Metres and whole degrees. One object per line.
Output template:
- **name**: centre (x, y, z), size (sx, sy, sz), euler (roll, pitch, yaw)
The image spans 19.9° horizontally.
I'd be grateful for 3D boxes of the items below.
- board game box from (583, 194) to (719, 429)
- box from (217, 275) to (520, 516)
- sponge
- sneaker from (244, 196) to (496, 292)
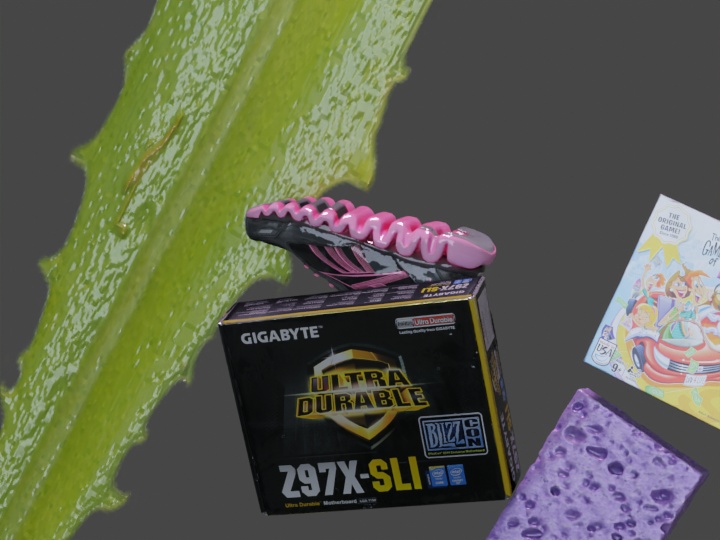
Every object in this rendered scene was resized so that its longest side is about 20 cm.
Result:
- **board game box**: centre (0.276, 0.048, 1.456), size (0.199, 0.034, 0.135), euler (26, 95, 18)
- **box**: centre (0.008, 0.095, 1.512), size (0.199, 0.049, 0.160), euler (-6, 109, 18)
- **sponge**: centre (0.155, 0.200, 1.493), size (0.111, 0.030, 0.201), euler (34, 99, 17)
- **sneaker**: centre (0.000, 0.000, 1.540), size (0.199, 0.079, 0.096), euler (14, 103, 20)
